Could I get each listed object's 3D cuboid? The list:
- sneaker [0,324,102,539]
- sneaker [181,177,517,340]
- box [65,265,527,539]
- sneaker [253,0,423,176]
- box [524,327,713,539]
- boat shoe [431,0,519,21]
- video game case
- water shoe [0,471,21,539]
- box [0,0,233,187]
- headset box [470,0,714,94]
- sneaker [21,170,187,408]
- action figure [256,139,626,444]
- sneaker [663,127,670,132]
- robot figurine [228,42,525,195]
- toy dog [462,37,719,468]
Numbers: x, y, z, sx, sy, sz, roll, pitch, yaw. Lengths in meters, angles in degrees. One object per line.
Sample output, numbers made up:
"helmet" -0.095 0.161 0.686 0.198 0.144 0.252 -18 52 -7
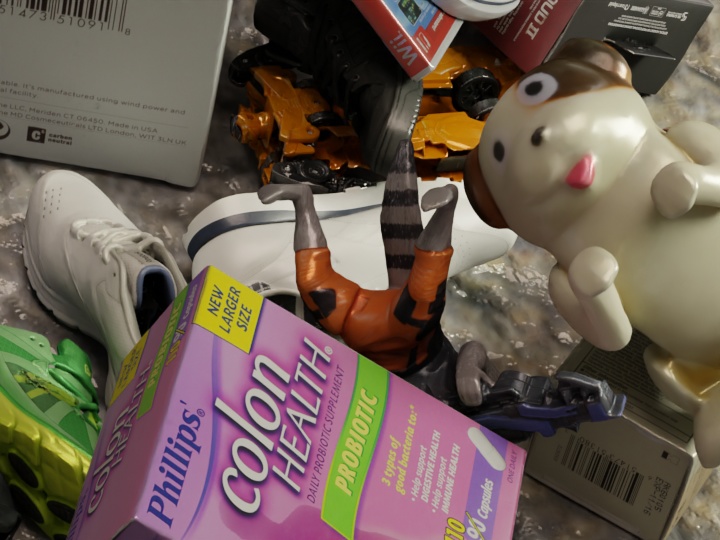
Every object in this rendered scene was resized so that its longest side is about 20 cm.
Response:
"sneaker" -0.162 0.075 1.517 0.083 0.074 0.200 -33 60 -33
"sneaker" 0.000 0.000 1.649 0.199 0.077 0.081 -8 60 -16
"box" -0.033 0.128 1.434 0.199 0.097 0.176 30 41 -15
"sneaker" -0.018 -0.131 1.691 0.104 0.060 0.200 13 39 -7
"box" 0.180 0.050 1.628 0.095 0.078 0.200 29 46 15
"boat shoe" 0.051 -0.197 1.652 0.200 0.067 0.074 16 47 -56
"video game case" -0.009 -0.213 1.664 0.200 0.017 0.143 52 24 -11
"water shoe" -0.260 0.137 1.432 0.199 0.072 0.079 -24 61 -30
"box" -0.171 -0.174 1.678 0.198 0.201 0.131 9 45 -4
"headset box" 0.115 -0.188 1.818 0.200 0.075 0.148 46 25 29
"sneaker" -0.125 0.008 1.586 0.074 0.087 0.200 -16 50 -26
"action figure" 0.049 0.037 1.534 0.199 0.194 0.105 -4 28 24
"sneaker" 0.242 -0.031 1.728 0.199 0.078 0.082 29 44 14
"robot figurine" 0.016 -0.084 1.737 0.199 0.058 0.145 -4 46 -19
"toy dog" 0.153 -0.031 1.514 0.200 0.140 0.194 39 21 -9
